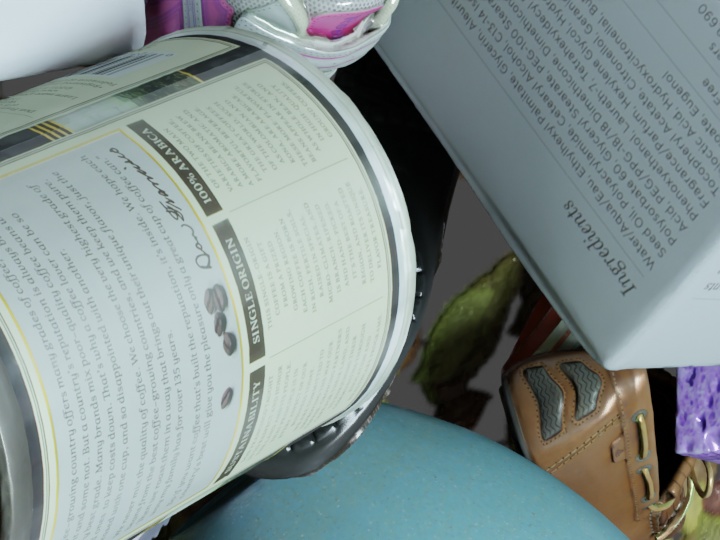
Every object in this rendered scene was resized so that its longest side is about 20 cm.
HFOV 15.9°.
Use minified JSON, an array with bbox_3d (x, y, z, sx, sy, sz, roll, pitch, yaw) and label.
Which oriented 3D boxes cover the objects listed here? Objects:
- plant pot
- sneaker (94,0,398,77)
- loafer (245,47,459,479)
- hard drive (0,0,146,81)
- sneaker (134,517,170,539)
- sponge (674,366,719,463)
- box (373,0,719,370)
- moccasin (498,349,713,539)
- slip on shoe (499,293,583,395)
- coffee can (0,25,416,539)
[{"bbox_3d":[0.001,0.130,0.995,0.200,0.200,0.135,-38,92,-27],"label":"plant pot"},{"bbox_3d":[-0.035,-0.095,0.912,0.081,0.088,0.201,-25,141,-34],"label":"sneaker"},{"bbox_3d":[0.000,0.000,0.978,0.071,0.073,0.201,89,24,-59],"label":"loafer"},{"bbox_3d":[-0.126,-0.125,0.803,0.200,0.027,0.133,-23,111,-66],"label":"hard drive"},{"bbox_3d":[-0.119,0.084,0.900,0.082,0.070,0.200,57,34,-21],"label":"sneaker"},{"bbox_3d":[0.173,0.031,1.131,0.200,0.030,0.112,19,68,-68],"label":"sponge"},{"bbox_3d":[0.132,-0.078,0.950,0.198,0.200,0.131,1,137,-48],"label":"box"},{"bbox_3d":[0.117,0.072,1.107,0.077,0.074,0.201,-19,152,10],"label":"moccasin"},{"bbox_3d":[0.113,-0.028,1.117,0.201,0.061,0.074,-62,160,10],"label":"slip on shoe"},{"bbox_3d":[-0.096,0.016,0.810,0.200,0.146,0.147,-27,122,-49],"label":"coffee can"}]
